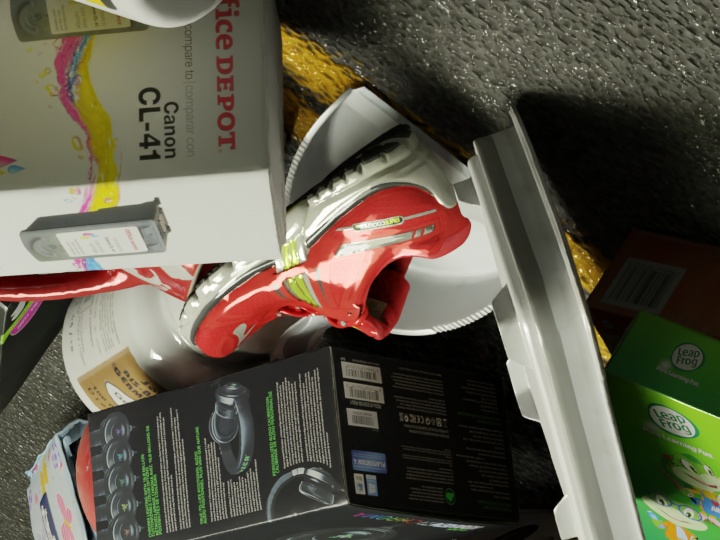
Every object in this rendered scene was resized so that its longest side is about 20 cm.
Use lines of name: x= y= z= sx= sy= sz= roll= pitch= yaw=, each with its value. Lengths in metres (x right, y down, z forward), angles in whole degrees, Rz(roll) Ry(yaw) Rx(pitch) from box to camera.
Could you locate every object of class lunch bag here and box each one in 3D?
lunch bag: x=-0.172 y=0.208 z=2.126 sx=0.200 sy=0.127 sz=0.170 roll=43 pitch=155 yaw=-1

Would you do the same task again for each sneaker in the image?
sneaker: x=-0.020 y=0.006 z=1.450 sx=0.085 sy=0.077 sz=0.200 roll=52 pitch=132 yaw=-1

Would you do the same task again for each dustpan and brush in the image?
dustpan and brush: x=0.000 y=0.000 z=1.521 sx=0.139 sy=0.057 sz=0.200 roll=38 pitch=148 yaw=-3

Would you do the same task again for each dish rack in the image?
dish rack: x=0.092 y=0.039 z=1.368 sx=0.172 sy=0.043 sz=0.201 roll=-106 pitch=-2 yaw=-52

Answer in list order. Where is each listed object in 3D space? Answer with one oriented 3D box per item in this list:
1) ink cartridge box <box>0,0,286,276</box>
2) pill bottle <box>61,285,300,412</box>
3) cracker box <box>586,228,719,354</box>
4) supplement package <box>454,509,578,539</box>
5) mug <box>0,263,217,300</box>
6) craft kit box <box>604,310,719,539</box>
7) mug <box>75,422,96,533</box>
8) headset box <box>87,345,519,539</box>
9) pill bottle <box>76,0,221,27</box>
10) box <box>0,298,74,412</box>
ink cartridge box: x=-0.140 y=-0.081 z=1.390 sx=0.198 sy=0.149 sz=0.086 roll=-5 pitch=150 yaw=3
pill bottle: x=-0.099 y=0.028 z=1.684 sx=0.114 sy=0.115 sz=0.200 roll=40 pitch=154 yaw=-10
cracker box: x=0.212 y=0.073 z=1.411 sx=0.133 sy=0.058 sz=0.200 roll=13 pitch=149 yaw=42
supplement package: x=0.093 y=0.246 z=1.676 sx=0.191 sy=0.199 sz=0.148 roll=-8 pitch=102 yaw=57
mug: x=-0.157 y=-0.066 z=1.545 sx=0.199 sy=0.134 sz=0.178 roll=29 pitch=138 yaw=5
craft kit box: x=0.224 y=0.121 z=1.364 sx=0.199 sy=0.049 sz=0.198 roll=22 pitch=150 yaw=26
mug: x=-0.069 y=0.136 z=1.858 sx=0.177 sy=0.134 sz=0.200 roll=33 pitch=155 yaw=-24
headset box: x=-0.039 y=0.117 z=1.625 sx=0.199 sy=0.093 sz=0.174 roll=-16 pitch=163 yaw=34
pill bottle: x=-0.153 y=-0.193 z=1.340 sx=0.199 sy=0.112 sz=0.112 roll=20 pitch=153 yaw=32
box: x=-0.229 y=-0.028 z=1.715 sx=0.124 sy=0.149 sz=0.200 roll=34 pitch=157 yaw=4
